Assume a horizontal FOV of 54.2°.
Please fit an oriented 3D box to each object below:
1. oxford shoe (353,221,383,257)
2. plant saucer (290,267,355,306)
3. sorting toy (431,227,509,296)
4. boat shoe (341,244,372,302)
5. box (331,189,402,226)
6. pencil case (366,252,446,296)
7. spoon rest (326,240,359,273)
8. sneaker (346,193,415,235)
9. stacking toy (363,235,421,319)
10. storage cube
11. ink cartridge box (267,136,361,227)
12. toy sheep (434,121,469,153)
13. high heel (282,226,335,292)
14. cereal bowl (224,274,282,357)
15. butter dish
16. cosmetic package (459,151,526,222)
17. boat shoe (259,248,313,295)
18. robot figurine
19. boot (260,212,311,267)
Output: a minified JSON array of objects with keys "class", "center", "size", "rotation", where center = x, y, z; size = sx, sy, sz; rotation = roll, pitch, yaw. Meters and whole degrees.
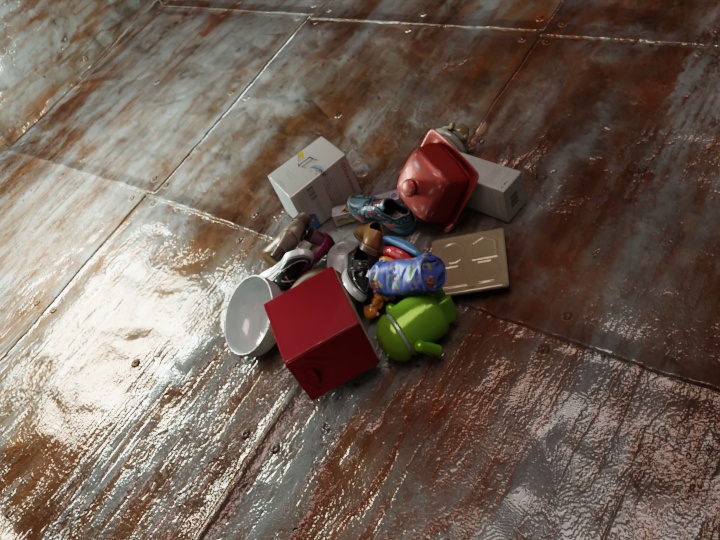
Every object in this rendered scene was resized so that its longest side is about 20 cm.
[{"class":"oxford shoe","center":[0.030,-0.093,1.789],"size":[0.073,0.070,0.200],"rotation":[-65,14,10]},{"class":"plant saucer","center":[-0.107,0.089,1.703],"size":[0.195,0.037,0.206],"rotation":[-6,75,23]},{"class":"sorting toy","center":[0.261,-0.014,1.686],"size":[0.180,0.037,0.203],"rotation":[-10,44,16]},{"class":"boat shoe","center":[0.000,0.000,1.707],"size":[0.066,0.069,0.201],"rotation":[-47,19,19]},{"class":"box","center":[0.017,-0.171,1.926],"size":[0.195,0.042,0.039],"rotation":[-14,47,12]},{"class":"pencil case","center":[0.101,0.009,1.565],"size":[0.077,0.089,0.198],"rotation":[-12,3,-38]},{"class":"spoon rest","center":[-0.062,-0.008,1.820],"size":[0.097,0.062,0.201],"rotation":[7,41,27]},{"class":"sneaker","center":[0.054,-0.168,1.834],"size":[0.196,0.096,0.081],"rotation":[18,65,14]},{"class":"stacking toy","center":[0.067,0.032,1.699],"size":[0.114,0.110,0.203],"rotation":[25,76,22]},{"class":"storage cube","center":[-0.083,0.139,1.538],"size":[0.177,0.172,0.202],"rotation":[-28,50,-1]},{"class":"ink cartridge box","center":[-0.127,-0.243,1.979],"size":[0.199,0.149,0.144],"rotation":[-37,46,-11]},{"class":"toy sheep","center":[0.224,-0.317,1.896],"size":[0.200,0.139,0.137],"rotation":[-46,48,-10]},{"class":"high heel","center":[-0.137,-0.009,1.864],"size":[0.066,0.095,0.204],"rotation":[12,77,44]},{"class":"cereal bowl","center":[-0.249,0.117,1.743],"size":[0.197,0.082,0.206],"rotation":[-18,65,42]},{"class":"butter dish","center":[0.162,-0.213,1.744],"size":[0.146,0.202,0.201],"rotation":[-16,55,-39]},{"class":"cosmetic package","center":[0.310,-0.213,1.782],"size":[0.198,0.109,0.085],"rotation":[29,64,38]},{"class":"boat shoe","center":[-0.191,0.015,1.781],"size":[0.198,0.071,0.069],"rotation":[-29,51,32]},{"class":"robot figurine","center":[0.119,0.121,1.572],"size":[0.198,0.117,0.176],"rotation":[-34,40,-6]},{"class":"boot","center":[-0.190,-0.081,1.862],"size":[0.147,0.070,0.199],"rotation":[-52,11,-13]}]
